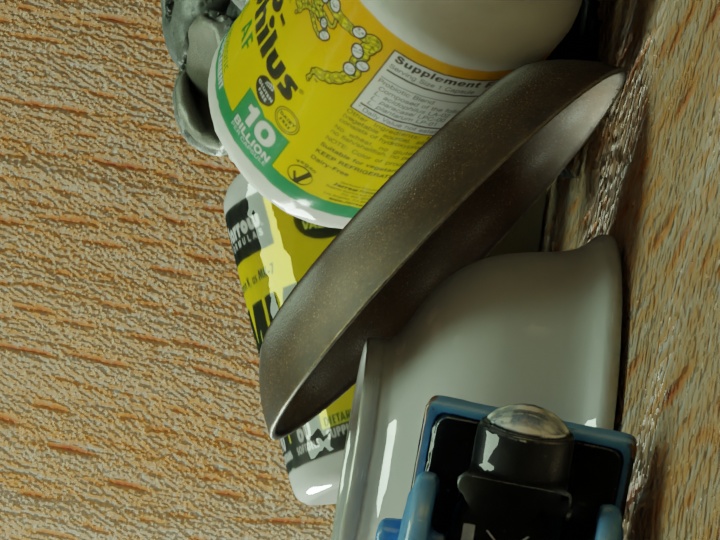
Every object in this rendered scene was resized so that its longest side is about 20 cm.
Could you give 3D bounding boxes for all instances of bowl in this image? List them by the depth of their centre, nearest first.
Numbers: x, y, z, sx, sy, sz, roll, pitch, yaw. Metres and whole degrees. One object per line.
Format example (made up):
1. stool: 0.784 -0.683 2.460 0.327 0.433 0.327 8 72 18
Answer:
1. bowl: 0.039 0.079 1.071 0.201 0.090 0.202 -170 90 -89

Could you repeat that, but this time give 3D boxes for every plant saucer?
1. plant saucer: 0.026 -0.015 1.104 0.200 0.032 0.200 -46 -6 -6

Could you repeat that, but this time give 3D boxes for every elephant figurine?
1. elephant figurine: -0.049 -0.128 1.485 0.199 0.141 0.156 -15 57 48

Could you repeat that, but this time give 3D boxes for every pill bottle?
1. pill bottle: 0.023 -0.110 1.145 0.200 0.112 0.113 132 152 -52
2. pill bottle: 0.000 0.000 1.315 0.114 0.114 0.201 106 150 -77

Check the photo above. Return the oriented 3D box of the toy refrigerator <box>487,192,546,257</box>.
1. toy refrigerator: 0.040 0.055 1.399 0.070 0.075 0.201 106 172 -77

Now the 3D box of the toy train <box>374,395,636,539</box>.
1. toy train: 0.039 0.135 0.906 0.114 0.086 0.201 -58 -23 -79

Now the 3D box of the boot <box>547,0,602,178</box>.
1. boot: 0.074 -0.135 1.297 0.162 0.073 0.200 93 179 -84
